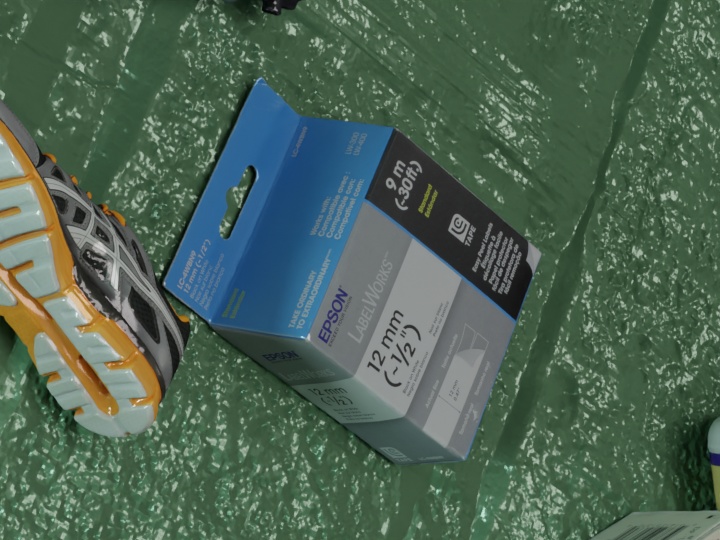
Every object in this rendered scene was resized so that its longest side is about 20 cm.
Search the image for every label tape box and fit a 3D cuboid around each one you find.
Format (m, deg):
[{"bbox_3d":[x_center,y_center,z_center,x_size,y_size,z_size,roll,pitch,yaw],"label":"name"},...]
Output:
[{"bbox_3d":[0.000,0.000,1.307,0.200,0.066,0.144,39,61,-32],"label":"label tape box"}]

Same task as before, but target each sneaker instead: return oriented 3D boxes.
[{"bbox_3d":[-0.156,-0.012,1.176,0.201,0.078,0.077,62,39,-21],"label":"sneaker"}]

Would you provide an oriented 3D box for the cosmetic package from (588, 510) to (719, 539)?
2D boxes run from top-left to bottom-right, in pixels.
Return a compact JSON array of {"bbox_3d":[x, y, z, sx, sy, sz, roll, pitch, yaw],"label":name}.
[{"bbox_3d":[0.206,0.258,1.428,0.087,0.103,0.201,-25,99,-38],"label":"cosmetic package"}]

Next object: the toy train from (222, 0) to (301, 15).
[{"bbox_3d":[-0.093,-0.208,1.248,0.199,0.085,0.115,10,90,-41],"label":"toy train"}]

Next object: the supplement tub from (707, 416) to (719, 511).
[{"bbox_3d":[0.308,0.187,1.494,0.145,0.145,0.202,-7,89,-41],"label":"supplement tub"}]
